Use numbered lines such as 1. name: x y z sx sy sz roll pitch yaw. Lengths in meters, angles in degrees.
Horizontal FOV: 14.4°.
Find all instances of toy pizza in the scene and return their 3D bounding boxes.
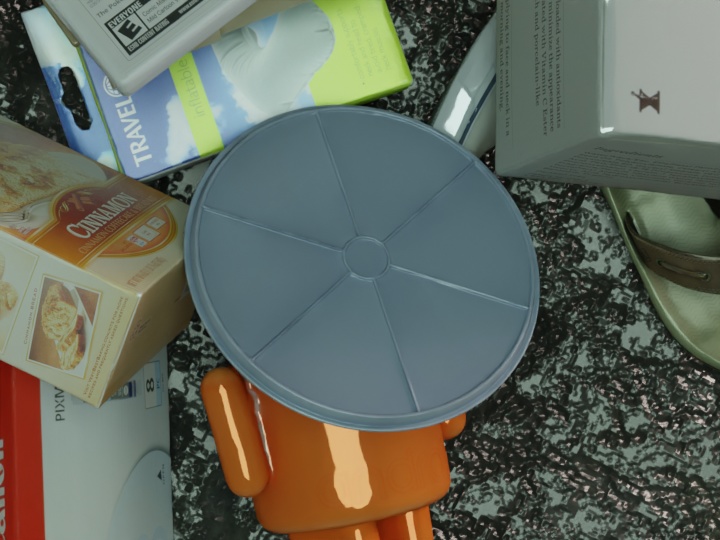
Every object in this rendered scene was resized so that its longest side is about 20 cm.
1. toy pizza: 0.000 0.000 1.548 0.199 0.032 0.201 7 61 -12

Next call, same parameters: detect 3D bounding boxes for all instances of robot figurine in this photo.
1. robot figurine: -0.014 0.074 1.609 0.143 0.117 0.201 -12 92 -1

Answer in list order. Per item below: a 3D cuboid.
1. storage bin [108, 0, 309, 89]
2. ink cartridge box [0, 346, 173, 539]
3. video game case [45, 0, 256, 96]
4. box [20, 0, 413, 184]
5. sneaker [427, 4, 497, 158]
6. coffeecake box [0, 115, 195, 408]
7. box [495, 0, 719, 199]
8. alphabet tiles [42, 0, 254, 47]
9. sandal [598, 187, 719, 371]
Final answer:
1. storage bin: -0.077 -0.224 1.571 0.199 0.094 0.199 -21 73 -4
2. ink cartridge box: -0.158 0.121 1.558 0.047 0.200 0.161 0 93 17
3. video game case: -0.100 -0.218 1.503 0.200 0.022 0.183 -37 74 -8
4. box: -0.083 -0.129 1.629 0.199 0.048 0.123 -20 91 -3
5. sneaker: 0.093 -0.110 1.630 0.071 0.073 0.201 31 89 -1
6. coffeecake box: -0.194 -0.020 1.548 0.199 0.154 0.073 25 111 7
7. box: 0.188 -0.149 1.564 0.199 0.131 0.200 5 80 -23
8. alphabet tiles: -0.119 -0.215 1.517 0.166 0.006 0.200 -33 74 -8
9. sandal: 0.191 -0.021 1.648 0.080 0.057 0.201 -35 94 -2
